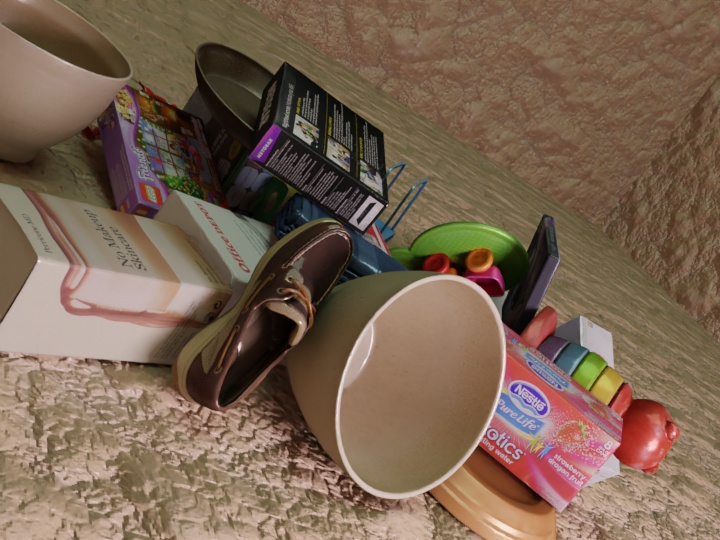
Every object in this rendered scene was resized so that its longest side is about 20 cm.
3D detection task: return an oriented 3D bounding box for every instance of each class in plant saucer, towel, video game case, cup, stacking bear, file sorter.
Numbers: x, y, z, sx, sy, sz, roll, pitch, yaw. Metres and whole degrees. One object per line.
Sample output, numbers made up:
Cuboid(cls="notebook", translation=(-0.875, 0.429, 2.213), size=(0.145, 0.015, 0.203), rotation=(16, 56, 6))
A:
Cuboid(cls="plant saucer", translation=(-0.118, -0.184, 1.147), size=(0.200, 0.037, 0.201), rotation=(36, 23, -18))
Cuboid(cls="towel", translation=(0.000, 0.000, 1.011), size=(0.200, 0.049, 0.112), rotation=(35, 13, -11))
Cuboid(cls="video game case", translation=(0.211, 0.019, 1.233), size=(0.019, 0.144, 0.200), rotation=(23, 19, 3))
Cuboid(cls="plant saucer", translation=(0.126, 0.206, 1.014), size=(0.200, 0.038, 0.200), rotation=(34, 16, -11))
Cuboid(cls="cup", translation=(0.014, 0.086, 0.895), size=(0.200, 0.201, 0.143), rotation=(22, -1, -42))
Cuboid(cls="stacking bear", translation=(0.260, 0.149, 1.113), size=(0.199, 0.122, 0.114), rotation=(31, 29, 20))
Cuboid(cls="file sorter", translation=(-0.008, -0.149, 1.578), size=(0.200, 0.123, 0.139), rotation=(38, 17, 5))

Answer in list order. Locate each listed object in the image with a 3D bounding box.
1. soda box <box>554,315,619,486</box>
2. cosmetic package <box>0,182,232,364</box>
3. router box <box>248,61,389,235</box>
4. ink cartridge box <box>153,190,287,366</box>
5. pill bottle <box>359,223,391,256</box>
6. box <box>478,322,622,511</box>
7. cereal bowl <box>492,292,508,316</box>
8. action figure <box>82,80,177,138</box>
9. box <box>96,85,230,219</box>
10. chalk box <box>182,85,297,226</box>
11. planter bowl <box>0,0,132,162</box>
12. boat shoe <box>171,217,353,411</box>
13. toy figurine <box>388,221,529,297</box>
Cuboid(cls="soda box", translation=(0.273, 0.162, 1.225), size=(0.063, 0.068, 0.201), rotation=(28, 49, -26))
Cuboid(cls="cosmetic package", translation=(-0.212, 0.007, 0.775), size=(0.103, 0.087, 0.200), rotation=(46, 19, 29))
Cuboid(cls="router box", translation=(-0.042, -0.139, 1.082), size=(0.149, 0.051, 0.200), rotation=(34, 24, -18))
Cuboid(cls="ink cartridge box", translation=(-0.106, 0.015, 0.975), size=(0.200, 0.084, 0.145), rotation=(20, 23, -49))
Cuboid(cls="pill bottle", translation=(-0.021, -0.011, 1.173), size=(0.112, 0.113, 0.200), rotation=(31, 14, -18))
Cuboid(cls="box", translation=(0.166, 0.141, 1.034), size=(0.200, 0.100, 0.095), rotation=(39, 16, 8))
Cuboid(cls="cereal bowl", translation=(0.180, 0.093, 1.352), size=(0.200, 0.083, 0.200), rotation=(32, 18, -12))
Cuboid(cls="action figure", translation=(-0.284, -0.200, 1.248), size=(0.052, 0.065, 0.200), rotation=(58, 18, 2))
Cuboid(cls="box", translation=(-0.220, -0.116, 1.106), size=(0.136, 0.039, 0.201), rotation=(20, 38, -44))
Cuboid(cls="chalk box", translation=(-0.142, -0.127, 1.234), size=(0.123, 0.125, 0.200), rotation=(17, 26, -48))
Cuboid(cls="planter bowl", translation=(-0.346, -0.193, 0.972), size=(0.200, 0.135, 0.200), rotation=(32, 16, -11))
Cuboid(cls="boat shoe", translation=(-0.065, 0.037, 0.807), size=(0.072, 0.200, 0.072), rotation=(14, -38, 51))
Cuboid(cls="toy figurine", translation=(0.098, 0.061, 1.177), size=(0.150, 0.199, 0.185), rotation=(59, 33, -47))
